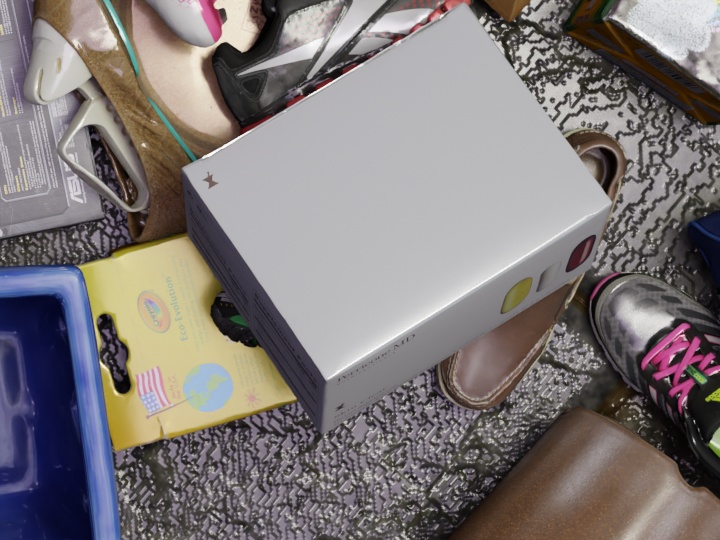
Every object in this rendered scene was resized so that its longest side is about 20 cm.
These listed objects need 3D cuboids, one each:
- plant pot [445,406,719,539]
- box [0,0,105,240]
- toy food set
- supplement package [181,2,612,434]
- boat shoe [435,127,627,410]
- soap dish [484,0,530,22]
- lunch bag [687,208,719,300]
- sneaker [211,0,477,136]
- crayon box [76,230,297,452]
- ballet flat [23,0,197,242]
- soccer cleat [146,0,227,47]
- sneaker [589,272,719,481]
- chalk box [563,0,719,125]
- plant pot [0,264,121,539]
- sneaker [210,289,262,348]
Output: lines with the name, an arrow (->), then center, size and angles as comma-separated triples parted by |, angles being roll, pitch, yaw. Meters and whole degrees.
plant pot -> 0.132, 0.207, 1.577 | 0.200, 0.200, 0.198 | 40, 79, -8
box -> -0.256, -0.114, 1.568 | 0.158, 0.048, 0.200 | -12, 94, -6
toy food set -> -0.063, -0.162, 1.591 | 0.200, 0.049, 0.198 | 1, 93, -7
supplement package -> 0.020, -0.030, 1.466 | 0.200, 0.111, 0.156 | -31, 73, -12
boat shoe -> 0.109, -0.002, 1.610 | 0.075, 0.075, 0.203 | 25, 90, -8
soap dish -> 0.079, -0.284, 1.586 | 0.200, 0.081, 0.157 | 43, 87, -7
lunch bag -> 0.297, 0.009, 1.573 | 0.132, 0.200, 0.136 | -35, 102, -2
sneaker -> -0.007, -0.155, 1.536 | 0.200, 0.071, 0.098 | -35, 98, 0
crayon box -> -0.080, 0.028, 1.599 | 0.200, 0.051, 0.127 | -15, 95, -7
ballet flat -> -0.162, -0.102, 1.531 | 0.072, 0.068, 0.200 | -36, 113, -21
soccer cleat -> -0.150, -0.209, 1.526 | 0.086, 0.070, 0.200 | -26, 69, 0
sneaker -> 0.226, 0.077, 1.612 | 0.074, 0.087, 0.200 | -40, 82, 0
chalk box -> 0.242, -0.208, 1.593 | 0.125, 0.124, 0.200 | 34, 88, -7
plant pot -> -0.256, 0.097, 1.515 | 0.200, 0.180, 0.200 | -7, 94, -8
sneaker -> 0.000, 0.000, 1.553 | 0.200, 0.078, 0.085 | -15, 88, -16
